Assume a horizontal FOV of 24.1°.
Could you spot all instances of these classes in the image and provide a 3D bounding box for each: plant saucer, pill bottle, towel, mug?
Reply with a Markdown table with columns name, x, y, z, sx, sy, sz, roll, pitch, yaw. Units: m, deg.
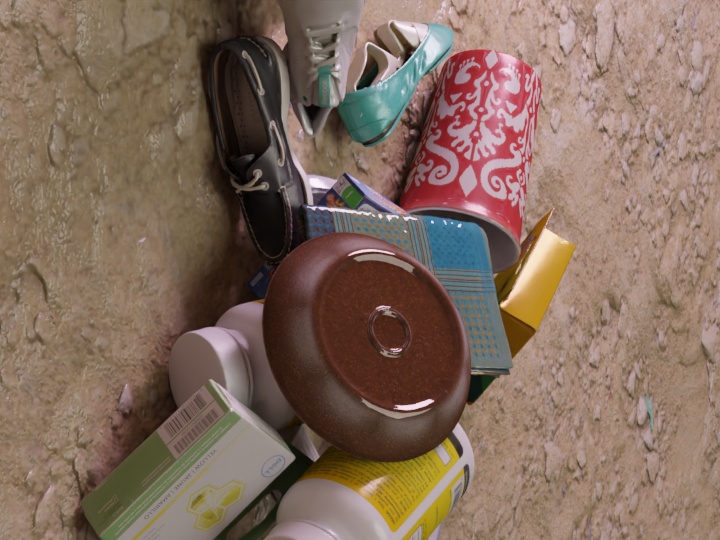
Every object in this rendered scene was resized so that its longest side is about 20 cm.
| name | x | y | z | sx | sy | sz | roll | pitch | yaw |
| --- | --- | --- | --- | --- | --- | --- | --- | --- | --- |
| plant saucer | 0.016 | 0.055 | 1.372 | 0.200 | 0.037 | 0.201 | 15 | 60 | -28 |
| pill bottle | 0.002 | 0.196 | 1.384 | 0.200 | 0.112 | 0.113 | -42 | 126 | -47 |
| pill bottle | -0.059 | 0.076 | 1.432 | 0.199 | 0.111 | 0.112 | -12 | 102 | -41 |
| towel | 0.039 | 0.019 | 1.448 | 0.199 | 0.022 | 0.147 | 5 | 66 | -35 |
| mug | 0.105 | -0.107 | 1.732 | 0.133 | 0.177 | 0.201 | 22 | 63 | -17 |

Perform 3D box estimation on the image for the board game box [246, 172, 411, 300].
| name | x | y | z | sx | sy | sz | roll | pitch | yaw |
| --- | --- | --- | --- | --- | --- | --- | --- | --- | --- |
| board game box | 0.000 | 0.000 | 1.545 | 0.135 | 0.034 | 0.200 | -48 | 147 | 8 |

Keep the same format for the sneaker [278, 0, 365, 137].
| name | x | y | z | sx | sy | sz | roll | pitch | yaw |
| --- | --- | --- | --- | --- | --- | --- | --- | --- | --- |
| sneaker | -0.032 | -0.185 | 1.432 | 0.200 | 0.075 | 0.089 | 98 | -11 | -66 |

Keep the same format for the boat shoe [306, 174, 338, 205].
| name | x | y | z | sx | sy | sz | roll | pitch | yaw |
| --- | --- | --- | --- | --- | --- | --- | --- | --- | --- |
| boat shoe | -0.023 | -0.050 | 1.559 | 0.072 | 0.062 | 0.200 | -42 | 148 | 12 |

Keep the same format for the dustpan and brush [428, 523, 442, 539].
| name | x | y | z | sx | sy | sz | roll | pitch | yaw |
| --- | --- | --- | --- | --- | --- | --- | --- | --- | --- |
| dustpan and brush | 0.029 | 0.152 | 1.599 | 0.140 | 0.057 | 0.201 | -70 | 147 | -62 |

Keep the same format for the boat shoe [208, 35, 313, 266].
| name | x | y | z | sx | sy | sz | roll | pitch | yaw |
| --- | --- | --- | --- | --- | --- | --- | --- | --- | --- |
| boat shoe | -0.088 | -0.099 | 1.432 | 0.060 | 0.074 | 0.201 | -15 | 102 | -57 |

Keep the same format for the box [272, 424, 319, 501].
| name | x | y | z | sx | sy | sz | roll | pitch | yaw |
| --- | --- | --- | --- | --- | --- | --- | --- | --- | --- |
| box | -0.042 | 0.222 | 1.558 | 0.042 | 0.039 | 0.200 | -60 | 139 | -38 |

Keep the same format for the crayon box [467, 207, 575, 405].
| name | x | y | z | sx | sy | sz | roll | pitch | yaw |
| --- | --- | --- | --- | --- | --- | --- | --- | --- | --- |
| crayon box | 0.154 | 0.040 | 1.739 | 0.127 | 0.051 | 0.200 | -60 | -179 | -37 |

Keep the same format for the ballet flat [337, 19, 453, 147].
| name | x | y | z | sx | sy | sz | roll | pitch | yaw |
| --- | --- | --- | --- | --- | --- | --- | --- | --- | --- |
| ballet flat | 0.033 | -0.202 | 1.634 | 0.071 | 0.067 | 0.200 | 57 | 42 | -23 |

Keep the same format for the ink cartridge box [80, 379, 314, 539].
| name | x | y | z | sx | sy | sz | roll | pitch | yaw |
| --- | --- | --- | --- | --- | --- | --- | --- | --- | --- |
| ink cartridge box | -0.113 | 0.188 | 1.366 | 0.146 | 0.048 | 0.200 | -44 | 138 | 1 |
